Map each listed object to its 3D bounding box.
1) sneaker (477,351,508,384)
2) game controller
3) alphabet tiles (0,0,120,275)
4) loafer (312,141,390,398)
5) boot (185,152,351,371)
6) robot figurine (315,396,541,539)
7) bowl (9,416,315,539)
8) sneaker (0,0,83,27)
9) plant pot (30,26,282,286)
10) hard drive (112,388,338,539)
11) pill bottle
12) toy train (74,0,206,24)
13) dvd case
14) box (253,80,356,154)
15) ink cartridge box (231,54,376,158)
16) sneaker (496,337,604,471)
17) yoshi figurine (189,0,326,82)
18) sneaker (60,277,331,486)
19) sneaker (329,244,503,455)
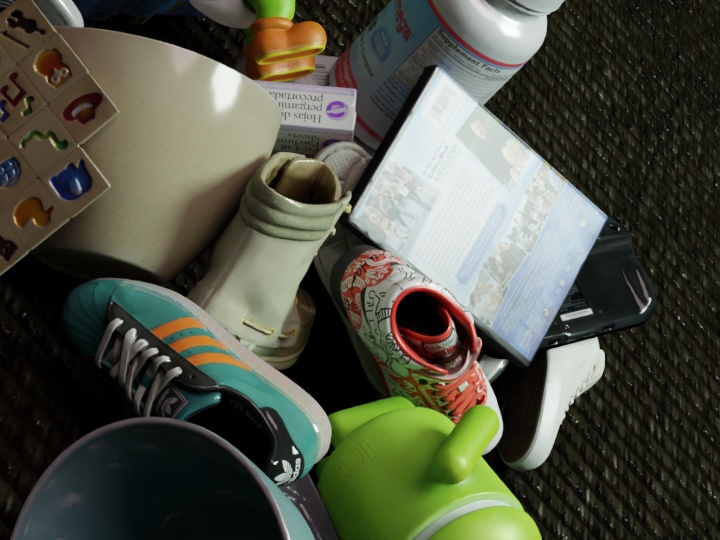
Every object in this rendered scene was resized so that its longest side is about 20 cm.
[{"bbox_3d":[0.084,0.001,1.503,0.115,0.076,0.201,40,40,-12],"label":"sneaker"},{"bbox_3d":[0.154,0.011,1.480,0.200,0.042,0.105,-12,75,-36],"label":"game controller"},{"bbox_3d":[-0.260,-0.077,1.170,0.167,0.200,0.008,51,0,6],"label":"alphabet tiles"},{"bbox_3d":[0.000,0.000,1.387,0.072,0.063,0.201,-19,100,-9],"label":"loafer"},{"bbox_3d":[-0.056,-0.007,1.286,0.072,0.155,0.200,33,17,14],"label":"boot"},{"bbox_3d":[0.046,0.174,1.252,0.115,0.176,0.200,-10,39,-29],"label":"robot figurine"},{"bbox_3d":[-0.100,0.190,1.085,0.105,0.201,0.201,16,43,-60],"label":"bowl"},{"bbox_3d":[-0.282,-0.254,1.382,0.200,0.073,0.112,33,41,-15],"label":"sneaker"},{"bbox_3d":[-0.165,-0.064,1.255,0.200,0.200,0.135,21,73,-30],"label":"plant pot"},{"bbox_3d":[-0.084,0.166,1.219,0.135,0.042,0.200,-3,57,-45],"label":"hard drive"},{"bbox_3d":[0.072,-0.181,1.415,0.109,0.200,0.109,25,42,-25],"label":"pill bottle"},{"bbox_3d":[-0.141,-0.252,1.483,0.200,0.114,0.087,-5,71,-46],"label":"toy train"},{"bbox_3d":[0.088,-0.039,1.385,0.200,0.018,0.143,39,71,-26],"label":"dvd case"},{"bbox_3d":[-0.103,-0.119,1.378,0.199,0.041,0.039,5,61,-2],"label":"box"},{"bbox_3d":[-0.010,-0.094,1.492,0.200,0.083,0.147,1,56,-43],"label":"ink cartridge box"},{"bbox_3d":[0.165,0.089,1.497,0.085,0.073,0.200,33,45,-19],"label":"sneaker"},{"bbox_3d":[-0.066,-0.250,1.400,0.112,0.112,0.201,-2,73,-61],"label":"yoshi figurine"},{"bbox_3d":[-0.115,0.071,1.167,0.200,0.072,0.080,30,21,12],"label":"sneaker"},{"bbox_3d":[0.058,0.074,1.318,0.202,0.067,0.108,56,-12,-25],"label":"sneaker"}]
